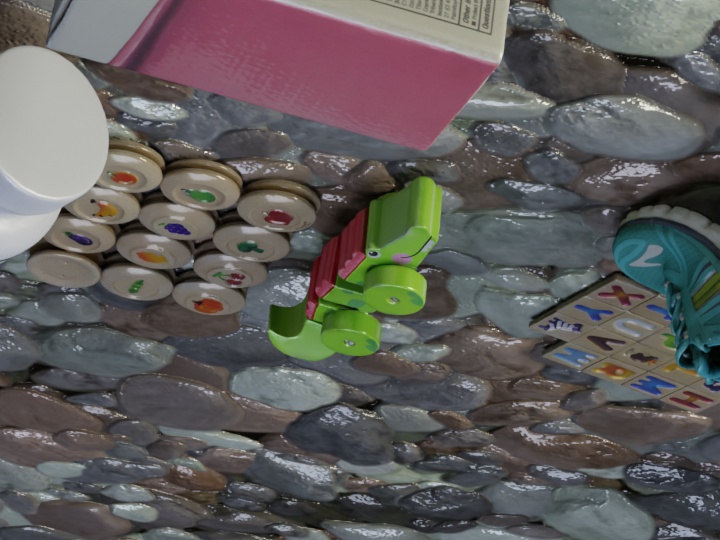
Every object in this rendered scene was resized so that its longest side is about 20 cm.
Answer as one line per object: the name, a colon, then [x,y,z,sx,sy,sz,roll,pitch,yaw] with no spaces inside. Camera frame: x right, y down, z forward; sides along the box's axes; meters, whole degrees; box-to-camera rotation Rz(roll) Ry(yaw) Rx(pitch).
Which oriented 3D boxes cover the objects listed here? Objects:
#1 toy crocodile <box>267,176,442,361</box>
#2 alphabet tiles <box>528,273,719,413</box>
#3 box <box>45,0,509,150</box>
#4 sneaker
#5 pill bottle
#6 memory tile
toy crocodile: [0.000,0.000,1.672,0.061,0.068,0.200,15,154,-15]
alphabet tiles: [0.219,0.051,1.792,0.199,0.006,0.166,20,151,-26]
box: [-0.035,-0.155,1.287,0.199,0.129,0.109,15,154,-14]
sneaker: [0.207,0.022,1.580,0.200,0.080,0.078,35,171,50]
pill bottle: [-0.237,-0.056,1.558,0.119,0.120,0.199,26,148,-34]
memory tile: [-0.122,-0.022,1.717,0.152,0.017,0.200,15,154,-15]
